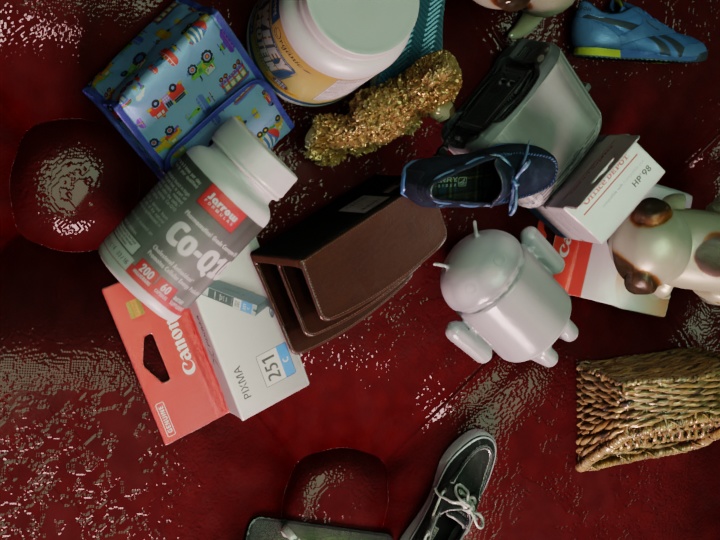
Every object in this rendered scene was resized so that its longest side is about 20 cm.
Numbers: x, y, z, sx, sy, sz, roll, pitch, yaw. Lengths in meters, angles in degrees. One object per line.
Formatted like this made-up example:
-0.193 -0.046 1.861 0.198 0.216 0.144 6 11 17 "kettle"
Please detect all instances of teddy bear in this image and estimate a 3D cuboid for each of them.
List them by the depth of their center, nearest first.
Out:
0.028 -0.166 1.600 0.199 0.145 0.067 -24 74 -5 "teddy bear"

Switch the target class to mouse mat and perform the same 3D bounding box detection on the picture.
-0.061 0.382 1.736 0.199 0.008 0.162 12 93 -28 "mouse mat"

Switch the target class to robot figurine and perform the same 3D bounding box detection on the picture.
0.173 0.030 1.729 0.200 0.113 0.170 44 78 -25 "robot figurine"

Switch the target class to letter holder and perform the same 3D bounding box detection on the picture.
0.000 0.000 1.627 0.199 0.100 0.143 -33 113 -31 "letter holder"

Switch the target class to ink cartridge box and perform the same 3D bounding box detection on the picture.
-0.169 0.075 1.612 0.175 0.045 0.201 -27 109 -21 "ink cartridge box"
0.277 -0.096 1.697 0.067 0.200 0.116 42 87 -11 "ink cartridge box"
0.315 -0.039 1.823 0.199 0.050 0.164 11 93 -30 "ink cartridge box"

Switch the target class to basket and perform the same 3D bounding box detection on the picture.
0.387 0.189 1.841 0.198 0.143 0.150 -5 100 -24 "basket"

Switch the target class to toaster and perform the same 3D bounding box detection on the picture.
0.190 -0.165 1.707 0.129 0.113 0.200 43 81 -27 "toaster"

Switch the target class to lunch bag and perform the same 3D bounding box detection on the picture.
-0.173 -0.166 1.559 0.151 0.094 0.200 -46 128 -10 "lunch bag"

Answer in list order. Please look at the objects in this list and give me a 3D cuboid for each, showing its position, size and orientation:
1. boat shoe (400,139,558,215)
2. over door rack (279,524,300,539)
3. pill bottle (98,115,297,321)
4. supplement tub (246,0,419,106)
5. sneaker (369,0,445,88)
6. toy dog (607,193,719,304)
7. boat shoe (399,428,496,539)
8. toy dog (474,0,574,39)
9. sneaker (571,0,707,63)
0.141 -0.092 1.605 0.199 0.069 0.085 -15 113 -25 "boat shoe"
-0.071 0.418 1.686 0.148 0.067 0.200 -44 93 -12 "over door rack"
-0.167 -0.056 1.505 0.200 0.114 0.114 -47 115 2 "pill bottle"
-0.030 -0.261 1.523 0.143 0.200 0.146 2 83 -19 "supplement tub"
0.048 -0.278 1.644 0.076 0.081 0.201 -2 119 -27 "sneaker"
0.387 -0.018 1.732 0.198 0.194 0.141 5 107 -26 "toy dog"
0.114 0.289 1.769 0.074 0.068 0.200 40 81 -25 "boat shoe"
0.179 -0.354 1.637 0.199 0.140 0.194 -20 151 -54 "toy dog"
0.349 -0.295 1.788 0.198 0.066 0.079 1 94 -25 "sneaker"
